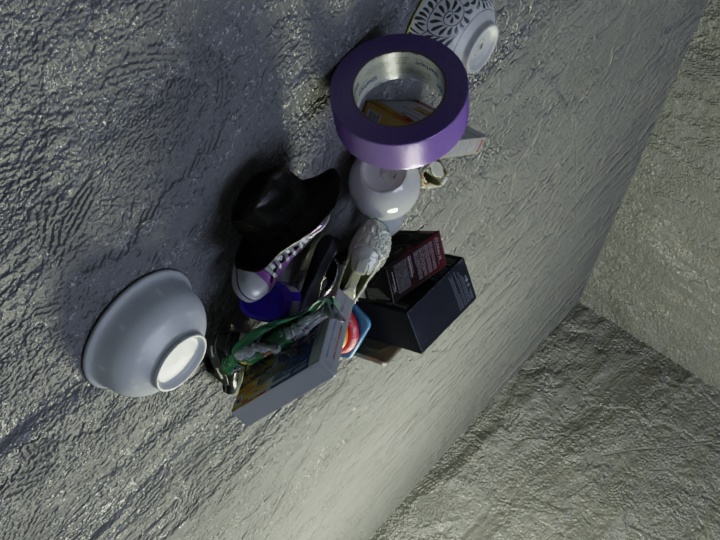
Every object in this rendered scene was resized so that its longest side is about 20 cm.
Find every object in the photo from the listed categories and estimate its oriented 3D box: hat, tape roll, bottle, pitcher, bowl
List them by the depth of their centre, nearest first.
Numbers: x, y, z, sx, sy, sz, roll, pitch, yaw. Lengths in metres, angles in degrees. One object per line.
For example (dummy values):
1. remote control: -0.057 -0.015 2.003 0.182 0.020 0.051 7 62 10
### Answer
1. bowl: -0.280 0.105 1.315 0.201 0.090 0.201 -45 157 -25
2. hat: -0.126 -0.094 1.335 0.081 0.201 0.201 47 75 -25
3. tape roll: 0.057 -0.247 1.369 0.200 0.200 0.066 -49 159 -18
4. bottle: -0.138 0.049 1.529 0.200 0.083 0.065 23 80 -85
5. bowl: 0.165 -0.385 1.549 0.201 0.094 0.201 -45 156 -27
6. pitcher: 0.050 -0.161 1.625 0.200 0.121 0.172 78 31 -76

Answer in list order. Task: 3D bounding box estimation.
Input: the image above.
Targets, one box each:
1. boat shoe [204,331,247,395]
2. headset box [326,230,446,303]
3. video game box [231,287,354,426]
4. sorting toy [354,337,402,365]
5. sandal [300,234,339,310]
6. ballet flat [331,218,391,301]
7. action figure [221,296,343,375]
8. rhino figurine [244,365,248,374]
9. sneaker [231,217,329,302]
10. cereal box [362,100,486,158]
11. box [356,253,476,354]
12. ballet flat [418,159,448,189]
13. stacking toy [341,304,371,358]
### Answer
1. boat shoe: -0.224 0.152 1.562 0.200 0.068 0.072 106 -15 -62
2. headset box: 0.053 -0.015 1.758 0.200 0.149 0.077 -34 118 -44
3. video game box: -0.107 0.138 1.522 0.200 0.047 0.182 -33 -157 29
4. sorting toy: 0.042 0.116 1.911 0.200 0.185 0.037 -40 126 -31
5. sandal: -0.070 0.019 1.642 0.076 0.043 0.200 -94 -158 -51
6. ballet flat: 0.000 0.000 1.619 0.072 0.072 0.200 -35 159 -43
7. action figure: -0.125 0.104 1.431 0.200 0.055 0.118 -28 164 12
8. rhino figurine: -0.165 0.182 1.711 0.200 0.060 0.088 30 72 -70
9. sneaker: -0.113 -0.045 1.397 0.114 0.073 0.201 -16 -140 54
10. cereal box: 0.108 -0.238 1.573 0.200 0.144 0.040 -19 138 -58
11. box: 0.088 0.050 1.848 0.182 0.200 0.104 -41 126 -31
12. ballet flat: 0.134 -0.191 1.810 0.076 0.064 0.200 -57 160 2
13. stacking toy: -0.087 0.124 1.738 0.200 0.110 0.116 -26 152 -49
